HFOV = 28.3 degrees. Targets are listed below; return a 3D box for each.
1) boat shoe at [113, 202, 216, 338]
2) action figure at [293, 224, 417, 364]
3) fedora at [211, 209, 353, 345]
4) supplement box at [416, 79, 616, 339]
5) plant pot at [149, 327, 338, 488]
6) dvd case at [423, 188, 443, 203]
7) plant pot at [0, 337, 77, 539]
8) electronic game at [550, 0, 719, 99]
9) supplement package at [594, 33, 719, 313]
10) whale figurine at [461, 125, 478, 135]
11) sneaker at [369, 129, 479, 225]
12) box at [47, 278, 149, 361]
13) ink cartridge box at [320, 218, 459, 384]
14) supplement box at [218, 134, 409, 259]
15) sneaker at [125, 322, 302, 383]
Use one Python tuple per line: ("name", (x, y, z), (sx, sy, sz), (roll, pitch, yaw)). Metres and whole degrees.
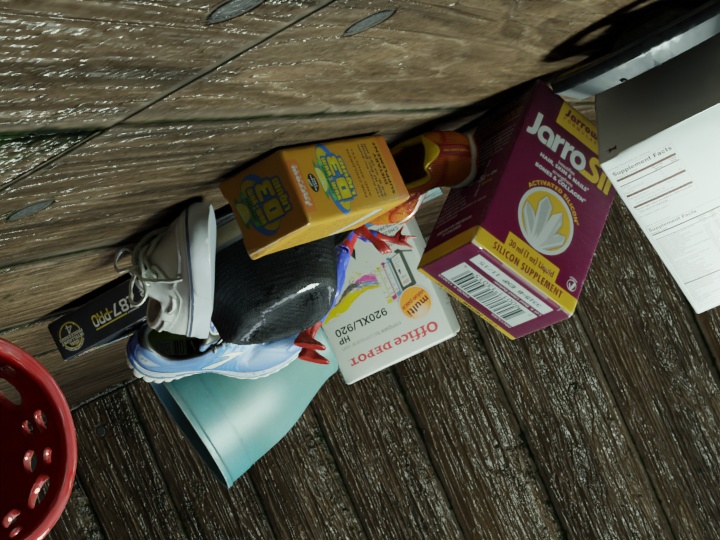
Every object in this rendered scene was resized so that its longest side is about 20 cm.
("boat shoe", (-0.166, 0.001, 1.205), (0.085, 0.076, 0.202), (2, 159, -8))
("action figure", (0.000, 0.000, 1.495), (0.097, 0.203, 0.065), (10, 158, 7))
("fedora", (-0.087, 0.010, 1.334), (0.198, 0.093, 0.201), (-15, 158, -6))
("supplement box", (0.160, -0.057, 1.380), (0.103, 0.130, 0.202), (-29, -148, 56))
("plant pot", (-0.135, 0.113, 1.642), (0.187, 0.201, 0.200), (-35, 180, -13))
("dvd case", (0.042, -0.089, 1.939), (0.144, 0.022, 0.200), (-25, 178, 4))
("plant pot", (-0.374, 0.168, 1.245), (0.199, 0.203, 0.182), (-22, 180, -42))
("electronic game", (0.258, -0.206, 1.255), (0.198, 0.042, 0.200), (-28, -175, 3))
("supplement package", (0.332, -0.112, 1.355), (0.146, 0.201, 0.192), (-25, -149, 24))
("whale figurine", (0.170, -0.117, 1.568), (0.157, 0.105, 0.200), (-25, 178, 7))
("sneaker", (0.040, -0.097, 1.404), (0.076, 0.074, 0.200), (3, 162, -26))
("box", (-0.218, 0.028, 1.530), (0.160, 0.050, 0.200), (-29, 177, 21))
("ink cartridge box", (0.016, 0.013, 1.717), (0.146, 0.202, 0.145), (-24, 178, 7))
("supplement box", (-0.033, -0.064, 1.165), (0.068, 0.067, 0.199), (-25, 178, 28))
("sneaker", (-0.142, 0.071, 1.479), (0.197, 0.080, 0.089), (-10, 165, -15))
